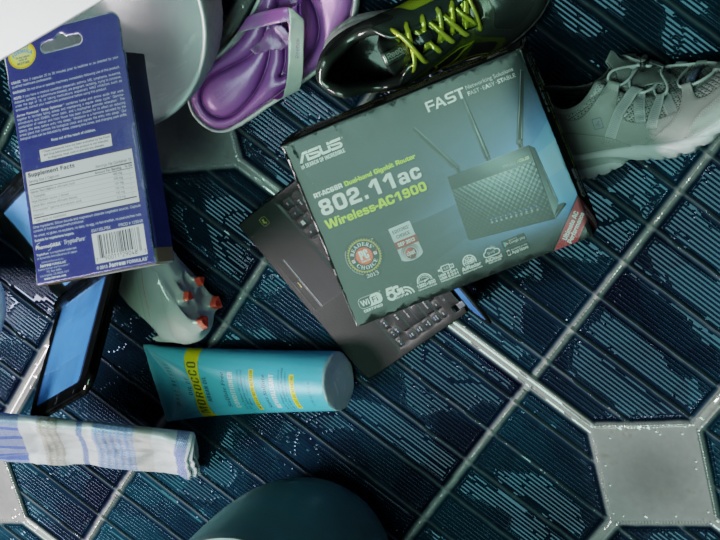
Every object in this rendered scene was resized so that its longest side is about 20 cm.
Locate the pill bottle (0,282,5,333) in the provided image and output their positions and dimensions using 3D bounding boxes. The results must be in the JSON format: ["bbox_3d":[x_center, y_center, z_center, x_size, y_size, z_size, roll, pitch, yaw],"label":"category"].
[{"bbox_3d":[-0.422,0.015,1.900,0.199,0.114,0.115,24,127,37],"label":"pill bottle"}]

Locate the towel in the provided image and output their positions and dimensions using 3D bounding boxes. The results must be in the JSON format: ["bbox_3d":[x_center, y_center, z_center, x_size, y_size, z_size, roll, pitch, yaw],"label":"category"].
[{"bbox_3d":[-0.240,0.156,1.880,0.198,0.024,0.147,6,164,-2],"label":"towel"}]

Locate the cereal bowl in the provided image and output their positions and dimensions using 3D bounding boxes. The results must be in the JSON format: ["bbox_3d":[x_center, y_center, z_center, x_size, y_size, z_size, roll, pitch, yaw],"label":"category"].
[{"bbox_3d":[-0.195,-0.217,1.705,0.199,0.083,0.201,12,121,20],"label":"cereal bowl"}]

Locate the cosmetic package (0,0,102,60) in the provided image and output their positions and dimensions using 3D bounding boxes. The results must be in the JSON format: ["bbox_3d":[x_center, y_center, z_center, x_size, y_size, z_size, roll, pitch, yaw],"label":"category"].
[{"bbox_3d":[-0.224,-0.215,1.577,0.199,0.151,0.052,-24,107,33],"label":"cosmetic package"}]

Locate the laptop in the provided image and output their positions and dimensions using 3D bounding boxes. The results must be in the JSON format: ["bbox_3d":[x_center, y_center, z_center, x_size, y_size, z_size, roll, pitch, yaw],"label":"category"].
[{"bbox_3d":[0.000,0.000,1.720,0.200,0.103,0.178,-35,98,35],"label":"laptop"}]

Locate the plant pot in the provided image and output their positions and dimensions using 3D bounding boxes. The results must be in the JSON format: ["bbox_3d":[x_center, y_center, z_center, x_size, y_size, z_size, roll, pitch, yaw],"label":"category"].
[{"bbox_3d":[-0.060,0.277,1.865,0.199,0.161,0.202,12,121,20],"label":"plant pot"}]

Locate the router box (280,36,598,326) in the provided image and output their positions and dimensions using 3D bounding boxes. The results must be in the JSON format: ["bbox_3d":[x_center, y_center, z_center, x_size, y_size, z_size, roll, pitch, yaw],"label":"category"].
[{"bbox_3d":[0.060,-0.065,1.577,0.199,0.062,0.151,-22,99,11],"label":"router box"}]

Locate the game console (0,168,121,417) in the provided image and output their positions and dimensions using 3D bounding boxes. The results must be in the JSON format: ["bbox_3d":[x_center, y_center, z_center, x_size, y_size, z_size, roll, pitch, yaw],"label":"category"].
[{"bbox_3d":[-0.273,0.017,1.805,0.176,0.116,0.200,50,154,-6],"label":"game console"}]

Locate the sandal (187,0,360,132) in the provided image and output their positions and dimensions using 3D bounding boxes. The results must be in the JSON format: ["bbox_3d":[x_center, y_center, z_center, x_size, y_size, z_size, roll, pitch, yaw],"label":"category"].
[{"bbox_3d":[-0.071,-0.173,1.690,0.082,0.050,0.203,41,125,-3],"label":"sandal"}]

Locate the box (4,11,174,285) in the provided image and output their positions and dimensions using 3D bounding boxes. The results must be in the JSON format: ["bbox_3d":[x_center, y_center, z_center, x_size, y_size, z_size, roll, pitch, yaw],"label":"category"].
[{"bbox_3d":[-0.217,-0.096,1.683,0.120,0.032,0.202,-10,89,29],"label":"box"}]

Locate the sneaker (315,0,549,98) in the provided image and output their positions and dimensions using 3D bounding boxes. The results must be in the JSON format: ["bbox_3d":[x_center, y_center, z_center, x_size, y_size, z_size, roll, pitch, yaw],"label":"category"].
[{"bbox_3d":[0.054,-0.175,1.601,0.199,0.085,0.075,-24,105,24],"label":"sneaker"}]

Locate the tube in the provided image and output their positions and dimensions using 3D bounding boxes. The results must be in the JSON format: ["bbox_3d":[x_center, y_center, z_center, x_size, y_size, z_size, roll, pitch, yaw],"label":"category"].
[{"bbox_3d":[-0.101,0.097,1.862,0.199,0.050,0.078,-3,108,33],"label":"tube"}]

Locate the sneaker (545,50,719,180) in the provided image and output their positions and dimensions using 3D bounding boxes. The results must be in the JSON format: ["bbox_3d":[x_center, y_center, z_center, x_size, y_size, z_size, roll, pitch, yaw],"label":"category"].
[{"bbox_3d":[0.211,-0.127,1.565,0.199,0.075,0.082,-19,109,33],"label":"sneaker"}]

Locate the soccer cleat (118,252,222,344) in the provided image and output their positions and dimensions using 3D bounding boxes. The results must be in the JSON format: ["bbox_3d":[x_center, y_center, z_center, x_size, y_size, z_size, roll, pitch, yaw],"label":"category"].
[{"bbox_3d":[-0.194,-0.020,1.826,0.077,0.069,0.201,-14,113,34],"label":"soccer cleat"}]
